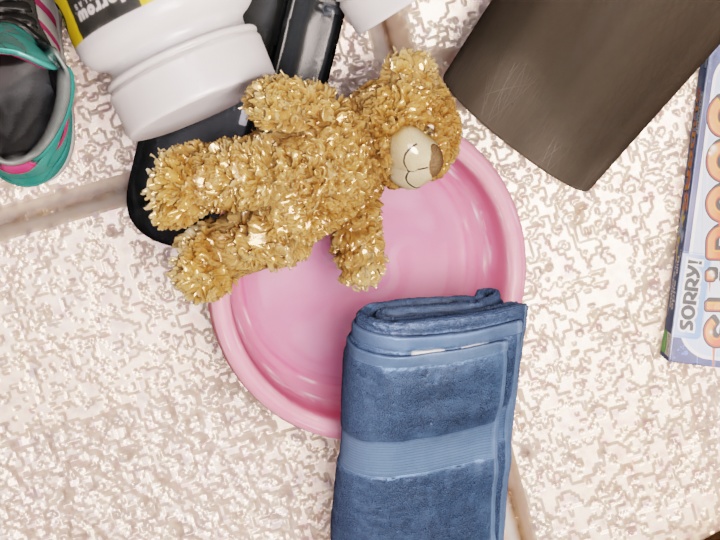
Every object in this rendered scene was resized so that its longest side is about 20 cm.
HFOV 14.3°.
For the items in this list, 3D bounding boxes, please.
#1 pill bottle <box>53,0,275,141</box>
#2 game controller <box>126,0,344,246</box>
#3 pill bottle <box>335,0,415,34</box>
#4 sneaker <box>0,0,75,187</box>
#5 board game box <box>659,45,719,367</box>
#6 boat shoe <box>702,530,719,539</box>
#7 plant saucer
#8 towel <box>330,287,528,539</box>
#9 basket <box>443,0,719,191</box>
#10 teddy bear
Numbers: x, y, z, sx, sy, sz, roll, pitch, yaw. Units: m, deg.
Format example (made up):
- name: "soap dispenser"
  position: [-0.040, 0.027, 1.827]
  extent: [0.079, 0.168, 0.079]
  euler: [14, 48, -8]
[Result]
- name: "pill bottle"
  position: [-0.130, -0.186, 1.674]
  extent: [0.114, 0.114, 0.201]
  euler: [-24, 86, 0]
- name: "game controller"
  position: [-0.076, -0.107, 1.745]
  extent: [0.104, 0.042, 0.201]
  euler: [16, 95, 10]
- name: "pill bottle"
  position: [-0.020, -0.245, 1.674]
  extent: [0.112, 0.112, 0.201]
  euler: [-33, 96, 1]
- name: "sneaker"
  position: [-0.216, -0.144, 1.687]
  extent: [0.083, 0.121, 0.201]
  euler: [-13, 97, -1]
- name: "board game box"
  position: [0.265, -0.037, 1.766]
  extent: [0.134, 0.034, 0.201]
  euler: [6, 96, -4]
- name: "boat shoe"
  position: [0.173, 0.228, 1.773]
  extent: [0.199, 0.071, 0.065]
  euler: [-27, 96, -1]
- name: "plant saucer"
  position: [0.000, 0.000, 1.731]
  extent: [0.199, 0.051, 0.202]
  euler: [-4, 102, -18]
- name: "towel"
  position: [0.039, 0.108, 1.717]
  extent: [0.111, 0.049, 0.201]
  euler: [-7, 122, -20]
- name: "basket"
  position: [0.151, -0.159, 1.692]
  extent: [0.136, 0.180, 0.200]
  euler: [42, 102, 22]
- name: "teddy bear"
  position: [-0.029, -0.051, 1.648]
  extent: [0.199, 0.067, 0.146]
  euler: [-7, 106, -16]
